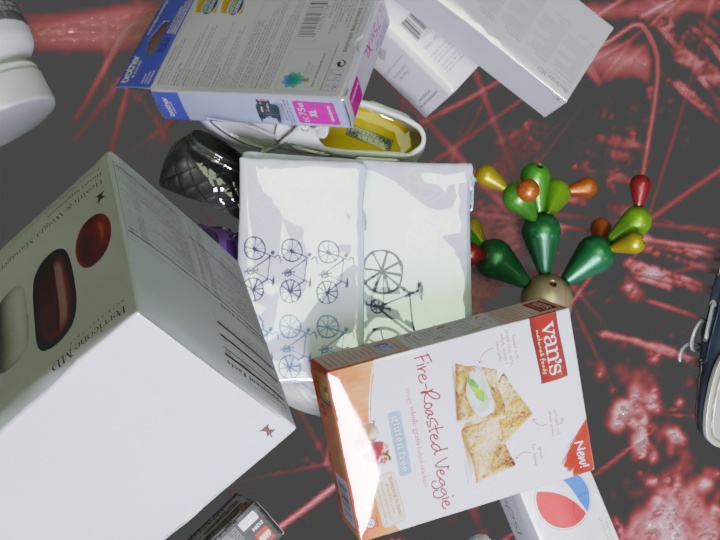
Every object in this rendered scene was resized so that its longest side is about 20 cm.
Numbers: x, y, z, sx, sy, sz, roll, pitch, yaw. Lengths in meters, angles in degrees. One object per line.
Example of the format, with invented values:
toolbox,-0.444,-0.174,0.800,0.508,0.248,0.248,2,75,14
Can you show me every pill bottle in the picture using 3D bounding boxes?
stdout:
pill bottle,-0.325,-0.197,0.894,0.113,0.113,0.201,-29,89,-15

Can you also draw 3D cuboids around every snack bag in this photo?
snack bag,0.000,0.000,0.921,0.199,0.021,0.190,2,78,-10

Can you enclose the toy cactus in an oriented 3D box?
toy cactus,0.166,-0.012,1.000,0.199,0.102,0.166,-4,92,-22

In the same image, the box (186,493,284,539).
box,-0.149,0.252,0.871,0.200,0.110,0.035,-42,93,-14

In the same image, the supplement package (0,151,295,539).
supplement package,-0.178,0.067,0.785,0.191,0.200,0.147,-40,126,10

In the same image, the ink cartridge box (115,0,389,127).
ink cartridge box,-0.086,-0.174,0.935,0.199,0.042,0.120,6,56,18

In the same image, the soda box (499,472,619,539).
soda box,0.147,0.160,0.976,0.068,0.064,0.201,-22,88,-15

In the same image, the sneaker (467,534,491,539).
sneaker,0.099,0.318,0.950,0.082,0.074,0.201,-18,91,15

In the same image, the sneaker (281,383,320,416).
sneaker,0.025,0.114,0.952,0.199,0.072,0.073,30,73,-10

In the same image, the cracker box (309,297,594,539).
cracker box,0.073,0.111,0.888,0.199,0.058,0.135,-14,101,-15

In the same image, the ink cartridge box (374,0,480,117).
ink cartridge box,0.041,-0.259,1.003,0.200,0.083,0.147,44,75,-4

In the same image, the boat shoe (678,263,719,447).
boat shoe,0.334,0.057,1.033,0.075,0.062,0.201,14,88,-27

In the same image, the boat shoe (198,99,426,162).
boat shoe,-0.039,-0.128,0.963,0.201,0.086,0.075,17,78,-10

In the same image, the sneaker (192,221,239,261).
sneaker,-0.137,-0.013,0.942,0.200,0.081,0.084,43,61,-14

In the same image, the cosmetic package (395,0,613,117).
cosmetic package,0.101,-0.221,0.942,0.200,0.051,0.083,37,72,-7

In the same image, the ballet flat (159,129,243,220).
ballet flat,-0.076,-0.043,0.967,0.200,0.067,0.057,36,113,-4
